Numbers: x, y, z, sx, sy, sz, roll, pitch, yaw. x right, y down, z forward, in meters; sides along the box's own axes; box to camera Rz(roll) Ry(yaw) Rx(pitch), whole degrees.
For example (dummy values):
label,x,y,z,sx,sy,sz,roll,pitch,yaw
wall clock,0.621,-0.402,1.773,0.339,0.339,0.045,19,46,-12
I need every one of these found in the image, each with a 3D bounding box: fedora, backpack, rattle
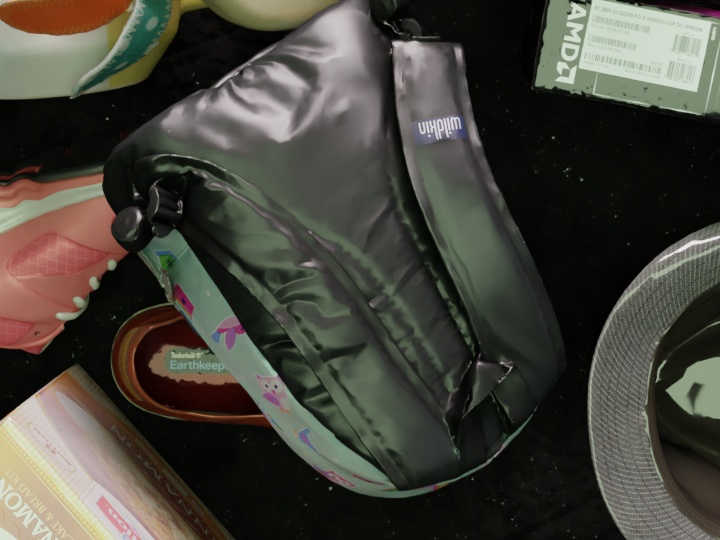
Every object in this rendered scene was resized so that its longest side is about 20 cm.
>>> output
label,x,y,z,sx,sy,sz,roll,pitch,yaw
fedora,0.197,0.057,1.035,0.198,0.090,0.178,-11,94,-1
backpack,0.000,0.000,0.972,0.166,0.127,0.201,-34,89,-8
rattle,-0.033,-0.133,0.928,0.199,0.131,0.143,-33,51,-28

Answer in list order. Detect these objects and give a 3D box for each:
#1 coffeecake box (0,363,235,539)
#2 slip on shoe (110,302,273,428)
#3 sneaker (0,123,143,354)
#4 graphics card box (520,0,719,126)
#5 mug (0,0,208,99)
label,x,y,z,sx,sy,sz,roll,pitch,yaw
coffeecake box,-0.115,0.130,0.990,0.073,0.200,0.154,-41,93,3
slip on shoe,-0.020,0.044,1.053,0.198,0.061,0.075,1,92,-1
sneaker,-0.146,-0.009,1.057,0.198,0.074,0.087,-16,107,6
graphics card box,0.173,-0.091,1.008,0.198,0.126,0.051,10,101,1
mug,-0.126,-0.159,1.000,0.185,0.149,0.155,1,102,21
